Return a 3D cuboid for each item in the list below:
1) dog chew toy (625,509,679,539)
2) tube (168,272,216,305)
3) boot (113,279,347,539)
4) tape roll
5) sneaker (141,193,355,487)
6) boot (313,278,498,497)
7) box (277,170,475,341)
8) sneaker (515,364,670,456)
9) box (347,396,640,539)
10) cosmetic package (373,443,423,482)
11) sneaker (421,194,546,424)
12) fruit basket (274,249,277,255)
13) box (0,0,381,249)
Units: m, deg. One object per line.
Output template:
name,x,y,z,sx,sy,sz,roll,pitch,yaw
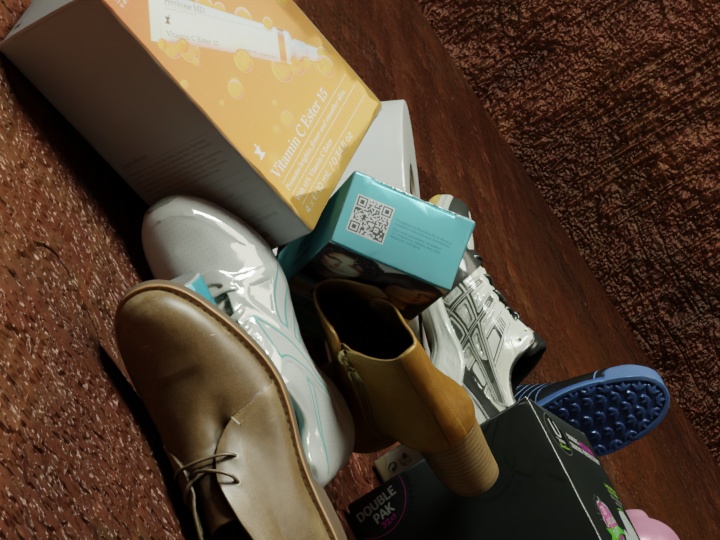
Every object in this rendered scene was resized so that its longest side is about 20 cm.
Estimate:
dog chew toy,0.224,0.287,1.685,0.125,0.124,0.201,36,43,-63
tube,-0.066,0.099,1.214,0.200,0.050,0.077,62,17,-12
boot,-0.072,0.097,1.131,0.200,0.073,0.075,60,21,-5
tape roll,0.008,-0.022,1.576,0.202,0.071,0.203,-5,90,-86
sneaker,-0.067,0.044,1.279,0.201,0.070,0.080,58,14,-6
boot,0.003,0.057,1.365,0.201,0.071,0.144,27,-27,52
box,0.000,0.000,1.371,0.082,0.049,0.200,23,-19,-9
sneaker,0.141,0.111,1.669,0.078,0.199,0.070,-90,156,-60
box,0.110,0.212,1.401,0.124,0.148,0.200,34,27,-61
cosmetic package,0.096,0.211,1.542,0.200,0.073,0.104,63,12,20
sneaker,0.086,0.041,1.513,0.076,0.087,0.201,65,20,-70
fruit basket,-0.099,-0.092,1.442,0.185,0.094,0.200,54,15,-22
box,-0.100,-0.119,1.317,0.200,0.097,0.125,47,47,-22
